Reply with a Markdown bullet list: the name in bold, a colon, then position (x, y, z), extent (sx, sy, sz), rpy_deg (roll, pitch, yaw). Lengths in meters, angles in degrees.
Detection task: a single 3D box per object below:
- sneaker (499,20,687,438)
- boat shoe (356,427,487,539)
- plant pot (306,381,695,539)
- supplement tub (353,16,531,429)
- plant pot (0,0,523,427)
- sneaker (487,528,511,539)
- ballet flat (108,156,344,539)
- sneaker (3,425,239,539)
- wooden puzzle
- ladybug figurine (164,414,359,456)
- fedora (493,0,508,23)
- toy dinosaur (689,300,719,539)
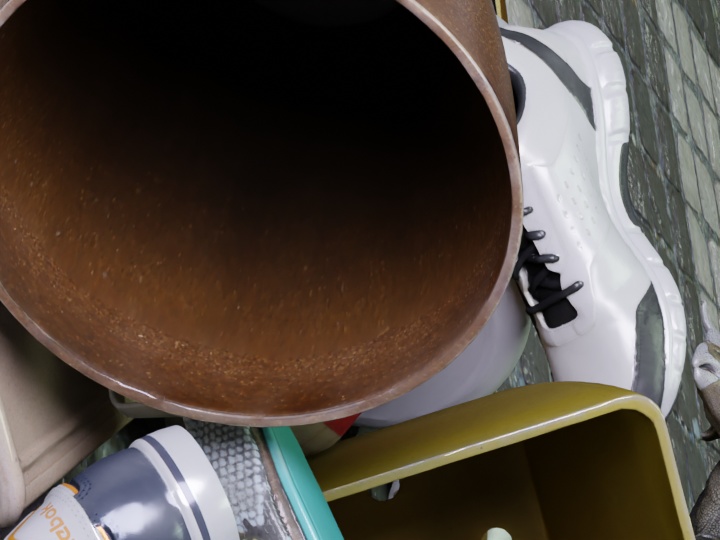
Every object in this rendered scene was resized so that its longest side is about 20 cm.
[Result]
- **sneaker**: position (0.081, -0.015, 1.088), extent (0.080, 0.074, 0.200), rpy_deg (3, 66, -40)
- **boat shoe**: position (0.031, 0.083, 1.267), extent (0.071, 0.069, 0.200), rpy_deg (70, 24, -66)
- **plant pot**: position (0.033, 0.150, 1.046), extent (0.176, 0.200, 0.200), rpy_deg (-122, -165, -77)
- **supplement tub**: position (0.020, -0.033, 1.208), extent (0.200, 0.140, 0.140), rpy_deg (-77, 150, -53)
- **plant pot**: position (-0.029, -0.079, 0.880), extent (0.200, 0.187, 0.187), rpy_deg (-77, 150, -55)
- **sneaker**: position (0.040, 0.077, 1.347), extent (0.087, 0.074, 0.200), rpy_deg (38, 35, -47)
- **ballet flat**: position (-0.055, 0.053, 0.920), extent (0.072, 0.072, 0.200), rpy_deg (47, 21, -58)
- **sneaker**: position (-0.089, 0.135, 0.885), extent (0.078, 0.079, 0.200), rpy_deg (50, -26, 34)
- **wooden puzzle**: position (-0.130, -0.019, 0.918), extent (0.200, 0.037, 0.185), rpy_deg (-50, 127, -74)
- **ladybug figurine**: position (0.000, 0.000, 1.028), extent (0.072, 0.200, 0.136), rpy_deg (37, 2, 4)
- **fedora**: position (0.030, -0.149, 1.415), extent (0.201, 0.082, 0.201), rpy_deg (-7, 90, -75)
- **toy dinosaur**: position (0.164, 0.113, 1.071), extent (0.200, 0.077, 0.102), rpy_deg (87, 22, -51)
